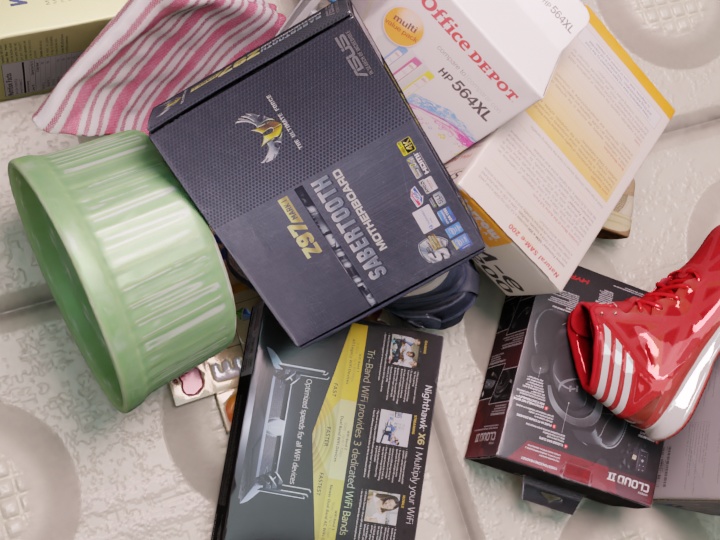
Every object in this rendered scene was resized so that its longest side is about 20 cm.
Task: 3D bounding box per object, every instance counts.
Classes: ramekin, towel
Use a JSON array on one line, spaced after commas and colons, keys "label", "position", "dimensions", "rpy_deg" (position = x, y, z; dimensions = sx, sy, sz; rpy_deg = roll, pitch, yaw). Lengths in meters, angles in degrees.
[{"label": "ramekin", "position": [-0.173, -0.006, 0.814], "dimensions": [0.097, 0.200, 0.201], "rpy_deg": [-25, 87, -20]}, {"label": "towel", "position": [-0.142, -0.154, 0.832], "dimensions": [0.146, 0.200, 0.030], "rpy_deg": [-46, 80, 18]}]

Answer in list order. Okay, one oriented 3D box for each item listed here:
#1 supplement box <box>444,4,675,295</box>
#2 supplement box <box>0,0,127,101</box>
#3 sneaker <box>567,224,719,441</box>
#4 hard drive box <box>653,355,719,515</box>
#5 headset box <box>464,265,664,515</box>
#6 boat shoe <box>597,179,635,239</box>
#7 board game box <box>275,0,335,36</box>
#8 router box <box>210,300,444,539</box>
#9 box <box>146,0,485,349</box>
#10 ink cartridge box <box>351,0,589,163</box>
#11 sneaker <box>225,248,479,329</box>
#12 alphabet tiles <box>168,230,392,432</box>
[{"label": "supplement box", "position": [0.149, -0.095, 0.889], "dimensions": [0.126, 0.073, 0.200], "rpy_deg": [44, 68, -19]}, {"label": "supplement box", "position": [-0.243, -0.261, 0.878], "dimensions": [0.199, 0.134, 0.201], "rpy_deg": [-15, 83, -18]}, {"label": "sneaker", "position": [0.246, 0.028, 0.908], "dimensions": [0.115, 0.078, 0.200], "rpy_deg": [31, 70, -10]}, {"label": "hard drive box", "position": [0.331, 0.125, 0.926], "dimensions": [0.077, 0.200, 0.156], "rpy_deg": [14, 76, -12]}, {"label": "headset box", "position": [0.187, 0.107, 0.955], "dimensions": [0.148, 0.077, 0.201], "rpy_deg": [19, 76, -11]}, {"label": "boat shoe", "position": [0.159, -0.080, 0.975], "dimensions": [0.199, 0.071, 0.065], "rpy_deg": [15, 86, -30]}, {"label": "board game box", "position": [-0.001, -0.232, 0.820], "dimensions": [0.026, 0.200, 0.200], "rpy_deg": [38, 45, -12]}, {"label": "router box", "position": [-0.025, 0.136, 0.897], "dimensions": [0.157, 0.052, 0.201], "rpy_deg": [13, 78, -15]}, {"label": "box", "position": [-0.027, -0.062, 0.763], "dimensions": [0.157, 0.051, 0.200], "rpy_deg": [-27, 116, 10]}, {"label": "ink cartridge box", "position": [0.059, -0.173, 0.845], "dimensions": [0.129, 0.200, 0.125], "rpy_deg": [43, 45, -17]}, {"label": "sneaker", "position": [0.000, 0.002, 0.921], "dimensions": [0.202, 0.146, 0.077], "rpy_deg": [7, 82, 26]}, {"label": "alphabet tiles", "position": [-0.076, 0.037, 0.932], "dimensions": [0.199, 0.006, 0.167], "rpy_deg": [-17, 84, -18]}]
